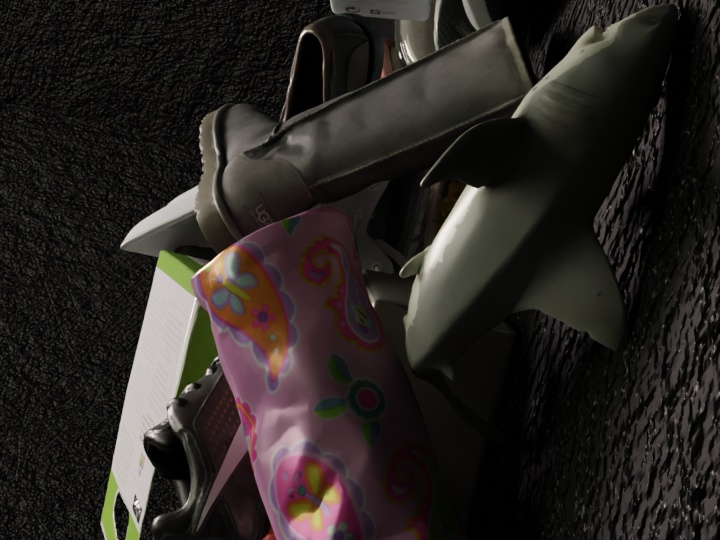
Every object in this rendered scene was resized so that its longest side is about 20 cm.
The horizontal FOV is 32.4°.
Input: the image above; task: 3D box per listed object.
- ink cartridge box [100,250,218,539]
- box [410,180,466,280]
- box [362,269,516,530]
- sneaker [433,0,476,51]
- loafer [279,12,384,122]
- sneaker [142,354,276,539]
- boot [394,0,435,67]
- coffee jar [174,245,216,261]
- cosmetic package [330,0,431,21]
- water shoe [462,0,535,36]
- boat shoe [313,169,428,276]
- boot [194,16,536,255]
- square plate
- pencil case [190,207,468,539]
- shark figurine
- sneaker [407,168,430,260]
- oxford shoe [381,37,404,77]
[{"bbox_3d":[-0.111,0.100,0.827,0.148,0.075,0.203,-157,80,-70],"label":"ink cartridge box"},{"bbox_3d":[0.052,0.004,0.756,0.041,0.038,0.204,-162,84,-87],"label":"box"},{"bbox_3d":[0.018,0.111,0.670,0.095,0.076,0.203,-116,38,-80],"label":"box"},{"bbox_3d":[0.079,-0.217,0.810,0.080,0.069,0.204,177,105,-87],"label":"sneaker"},{"bbox_3d":[-0.038,-0.073,0.835,0.063,0.071,0.203,-16,-58,-57],"label":"loafer"},{"bbox_3d":[-0.056,0.067,0.629,0.071,0.096,0.203,111,170,-60],"label":"sneaker"},{"bbox_3d":[0.079,-0.239,0.901,0.131,0.067,0.203,130,151,-66],"label":"boot"},{"bbox_3d":[-0.061,0.047,0.972,0.085,0.197,0.106,117,164,-68],"label":"coffee jar"},{"bbox_3d":[0.015,-0.233,0.747,0.200,0.073,0.104,81,-166,-83],"label":"cosmetic package"},{"bbox_3d":[0.090,-0.198,0.675,0.201,0.078,0.072,66,-148,-55],"label":"water shoe"},{"bbox_3d":[0.000,0.000,0.756,0.072,0.068,0.202,55,-138,-40],"label":"boat shoe"},{"bbox_3d":[0.003,-0.090,0.717,0.198,0.073,0.183,-32,30,13],"label":"boot"},{"bbox_3d":[-0.063,-0.057,0.990,0.199,0.196,0.029,11,-125,-65],"label":"square plate"},{"bbox_3d":[-0.007,0.077,0.548,0.088,0.086,0.203,117,133,-67],"label":"pencil case"},{"bbox_3d":[0.063,0.009,0.489,0.128,0.089,0.216,-33,-24,-48],"label":"shark figurine"},{"bbox_3d":[0.027,-0.052,0.885,0.200,0.085,0.079,115,165,-67],"label":"sneaker"},{"bbox_3d":[0.041,-0.144,0.983,0.201,0.073,0.072,-83,5,-67],"label":"oxford shoe"}]
